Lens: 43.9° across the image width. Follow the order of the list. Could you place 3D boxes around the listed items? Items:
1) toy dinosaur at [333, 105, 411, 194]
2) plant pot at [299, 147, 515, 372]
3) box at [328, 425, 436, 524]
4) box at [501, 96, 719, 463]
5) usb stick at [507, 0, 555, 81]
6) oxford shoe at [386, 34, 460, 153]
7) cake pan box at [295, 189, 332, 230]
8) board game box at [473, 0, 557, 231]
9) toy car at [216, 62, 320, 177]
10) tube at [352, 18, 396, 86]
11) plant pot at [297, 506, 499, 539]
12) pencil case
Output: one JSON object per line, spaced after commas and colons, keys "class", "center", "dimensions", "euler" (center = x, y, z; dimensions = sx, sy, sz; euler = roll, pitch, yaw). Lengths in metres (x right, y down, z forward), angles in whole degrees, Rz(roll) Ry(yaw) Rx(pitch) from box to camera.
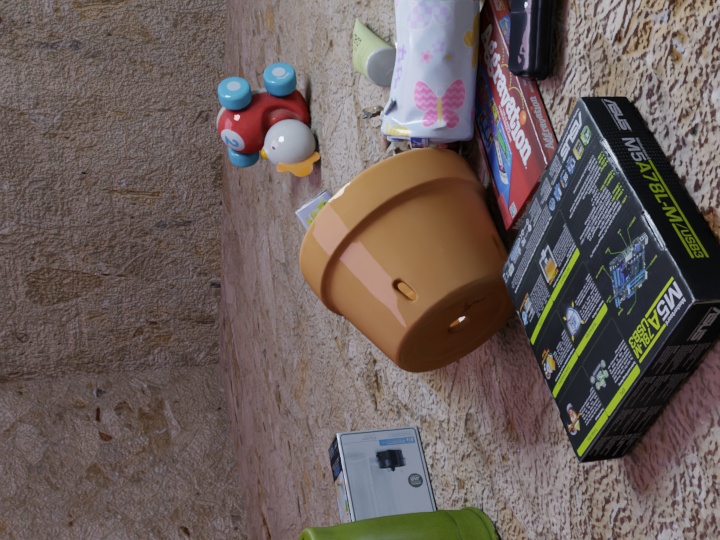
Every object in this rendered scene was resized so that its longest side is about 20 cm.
{"class": "toy dinosaur", "center": [0.058, -0.113, 1.031], "dimensions": [0.086, 0.135, 0.201], "euler": [-5, 62, 45]}
{"class": "plant pot", "center": [0.059, 0.003, 0.861], "dimensions": [0.140, 0.199, 0.200], "euler": [57, 151, 30]}
{"class": "box", "center": [0.034, 0.305, 1.135], "dimensions": [0.060, 0.116, 0.201], "euler": [114, 151, -55]}
{"class": "box", "center": [0.179, 0.008, 0.661], "dimensions": [0.200, 0.047, 0.194], "euler": [105, 154, -47]}
{"class": "usb stick", "center": [0.146, -0.261, 0.745], "dimensions": [0.055, 0.032, 0.201], "euler": [-120, 29, -73]}
{"class": "oxford shoe", "center": [0.066, -0.155, 0.948], "dimensions": [0.071, 0.073, 0.201], "euler": [-7, -82, -75]}
{"class": "cake pan box", "center": [0.000, 0.000, 1.077], "dimensions": [0.185, 0.052, 0.200], "euler": [56, 179, 2]}
{"class": "board game box", "center": [0.135, -0.148, 0.836], "dimensions": [0.103, 0.019, 0.201], "euler": [113, 150, -56]}
{"class": "toy car", "center": [-0.158, -0.242, 1.656], "dimensions": [0.185, 0.176, 0.200], "euler": [89, 156, -52]}
{"class": "tube", "center": [0.012, -0.291, 1.213], "dimensions": [0.058, 0.052, 0.200], "euler": [-47, 23, 10]}
{"class": "plant pot", "center": [0.027, 0.348, 0.951], "dimensions": [0.200, 0.192, 0.201], "euler": [-172, 90, -75]}
{"class": "pencil case", "center": [0.069, -0.218, 0.858], "dimensions": [0.083, 0.090, 0.201], "euler": [-16, -69, -65]}
